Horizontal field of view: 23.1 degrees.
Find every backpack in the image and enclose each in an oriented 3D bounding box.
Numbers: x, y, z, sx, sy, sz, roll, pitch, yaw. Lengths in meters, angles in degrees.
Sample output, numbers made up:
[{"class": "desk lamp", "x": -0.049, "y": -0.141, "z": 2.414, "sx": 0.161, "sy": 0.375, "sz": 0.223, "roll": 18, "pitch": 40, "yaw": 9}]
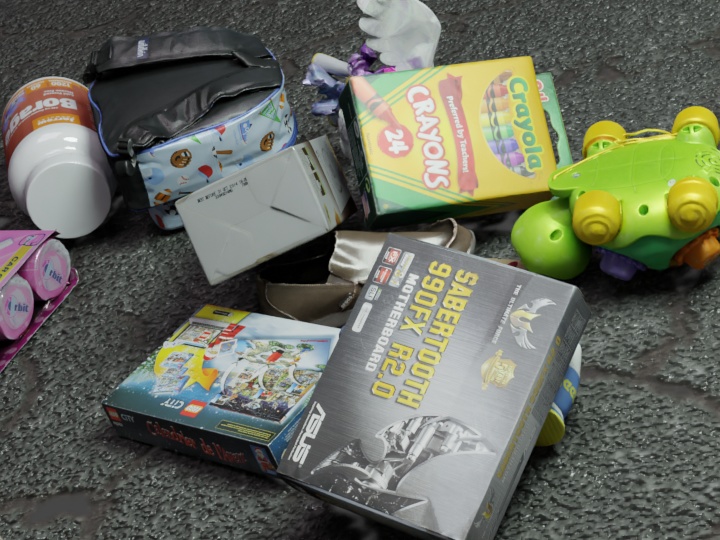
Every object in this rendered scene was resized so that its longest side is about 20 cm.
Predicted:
[{"class": "backpack", "x": -0.158, "y": -0.143, "z": 1.737, "sx": 0.190, "sy": 0.154, "sz": 0.200, "roll": -23, "pitch": 43, "yaw": -1}]

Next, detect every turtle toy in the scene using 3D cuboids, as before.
[{"class": "turtle toy", "x": 0.216, "y": -0.048, "z": 1.419, "sx": 0.199, "sy": 0.101, "sz": 0.146, "roll": -9, "pitch": 33, "yaw": 19}]

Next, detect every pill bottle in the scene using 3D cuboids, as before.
[{"class": "pill bottle", "x": -0.309, "y": -0.114, "z": 1.812, "sx": 0.112, "sy": 0.113, "sz": 0.200, "roll": -22, "pitch": 31, "yaw": -3}]

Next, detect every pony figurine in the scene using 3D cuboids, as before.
[{"class": "pony figurine", "x": 0.036, "y": -0.164, "z": 1.645, "sx": 0.200, "sy": 0.193, "sz": 0.167, "roll": 13, "pitch": 87, "yaw": 53}]

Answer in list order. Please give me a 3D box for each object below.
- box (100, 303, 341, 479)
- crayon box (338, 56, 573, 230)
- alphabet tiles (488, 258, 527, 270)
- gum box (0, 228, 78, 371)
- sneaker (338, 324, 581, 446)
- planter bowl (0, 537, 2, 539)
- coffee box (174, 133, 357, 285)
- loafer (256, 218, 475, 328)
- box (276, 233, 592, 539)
[{"class": "box", "x": -0.097, "y": 0.094, "z": 1.428, "sx": 0.199, "sy": 0.038, "sz": 0.137, "roll": 9, "pitch": 43, "yaw": 42}, {"class": "crayon box", "x": 0.092, "y": -0.113, "z": 1.526, "sx": 0.199, "sy": 0.127, "sz": 0.051, "roll": -9, "pitch": -14, "yaw": -14}, {"class": "alphabet tiles", "x": 0.061, "y": 0.050, "z": 1.447, "sx": 0.167, "sy": 0.008, "sz": 0.200, "roll": 2, "pitch": 37, "yaw": 32}, {"class": "gum box", "x": -0.363, "y": 0.037, "z": 1.648, "sx": 0.113, "sy": 0.066, "sz": 0.200, "roll": -1, "pitch": 36, "yaw": 30}, {"class": "sneaker", "x": 0.077, "y": 0.068, "z": 1.326, "sx": 0.199, "sy": 0.074, "sz": 0.082, "roll": 16, "pitch": 62, "yaw": 28}, {"class": "planter bowl", "x": -0.384, "y": 0.208, "z": 1.328, "sx": 0.199, "sy": 0.135, "sz": 0.201, "roll": -14, "pitch": 31, "yaw": 9}, {"class": "coffee box", "x": -0.077, "y": -0.056, "z": 1.533, "sx": 0.114, "sy": 0.080, "sz": 0.200, "roll": -24, "pitch": 4, "yaw": 10}, {"class": "loafer", "x": 0.000, "y": 0.000, "z": 1.481, "sx": 0.199, "sy": 0.071, "sz": 0.073, "roll": -22, "pitch": 27, "yaw": 5}, {"class": "box", "x": 0.052, "y": 0.086, "z": 1.248, "sx": 0.158, "sy": 0.048, "sz": 0.201, "roll": 17, "pitch": 73, "yaw": 30}]
